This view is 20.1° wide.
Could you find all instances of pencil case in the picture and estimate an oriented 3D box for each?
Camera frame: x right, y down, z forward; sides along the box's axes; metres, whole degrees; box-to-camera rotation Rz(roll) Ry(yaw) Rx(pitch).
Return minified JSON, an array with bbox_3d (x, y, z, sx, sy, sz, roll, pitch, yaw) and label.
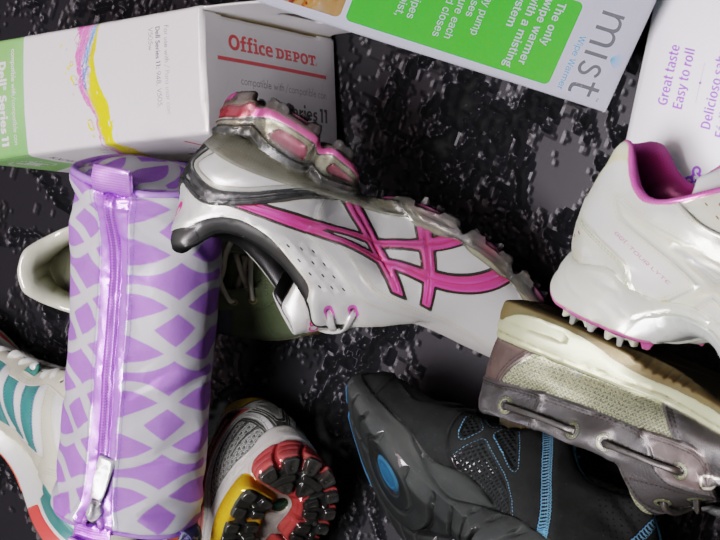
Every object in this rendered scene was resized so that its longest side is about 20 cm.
[{"bbox_3d":[-0.116,0.040,1.027,0.084,0.085,0.201,10,103,26],"label":"pencil case"}]

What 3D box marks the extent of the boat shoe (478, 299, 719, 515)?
[{"bbox_3d":[0.140,0.076,0.896,0.201,0.072,0.066,27,102,29],"label":"boat shoe"}]

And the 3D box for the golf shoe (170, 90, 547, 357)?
[{"bbox_3d":[0.000,0.000,0.990,0.200,0.073,0.092,31,77,-11],"label":"golf shoe"}]

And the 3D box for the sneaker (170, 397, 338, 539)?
[{"bbox_3d":[-0.075,0.157,1.112,0.200,0.078,0.082,-61,35,26],"label":"sneaker"}]

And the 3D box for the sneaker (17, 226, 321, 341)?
[{"bbox_3d":[-0.098,0.005,1.096,0.200,0.090,0.067,3,94,34],"label":"sneaker"}]

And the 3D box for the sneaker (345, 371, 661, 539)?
[{"bbox_3d":[0.062,0.103,0.971,0.200,0.082,0.073,41,153,48],"label":"sneaker"}]

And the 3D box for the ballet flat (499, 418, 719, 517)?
[{"bbox_3d":[0.150,0.082,0.953,0.200,0.057,0.067,8,98,34],"label":"ballet flat"}]

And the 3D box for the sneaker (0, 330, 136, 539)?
[{"bbox_3d":[-0.171,0.075,1.156,0.200,0.070,0.093,50,116,33],"label":"sneaker"}]

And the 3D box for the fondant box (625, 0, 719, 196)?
[{"bbox_3d":[0.216,-0.038,0.900,0.200,0.058,0.145,18,104,33],"label":"fondant box"}]

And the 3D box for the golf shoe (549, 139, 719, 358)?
[{"bbox_3d":[0.174,0.003,0.856,0.200,0.075,0.092,19,102,31],"label":"golf shoe"}]

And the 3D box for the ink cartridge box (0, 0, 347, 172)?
[{"bbox_3d":[-0.092,-0.093,1.068,0.200,0.117,0.068,-5,86,35],"label":"ink cartridge box"}]

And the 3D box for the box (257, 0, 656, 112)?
[{"bbox_3d":[0.064,-0.198,0.908,0.176,0.097,0.200,17,115,-14],"label":"box"}]
